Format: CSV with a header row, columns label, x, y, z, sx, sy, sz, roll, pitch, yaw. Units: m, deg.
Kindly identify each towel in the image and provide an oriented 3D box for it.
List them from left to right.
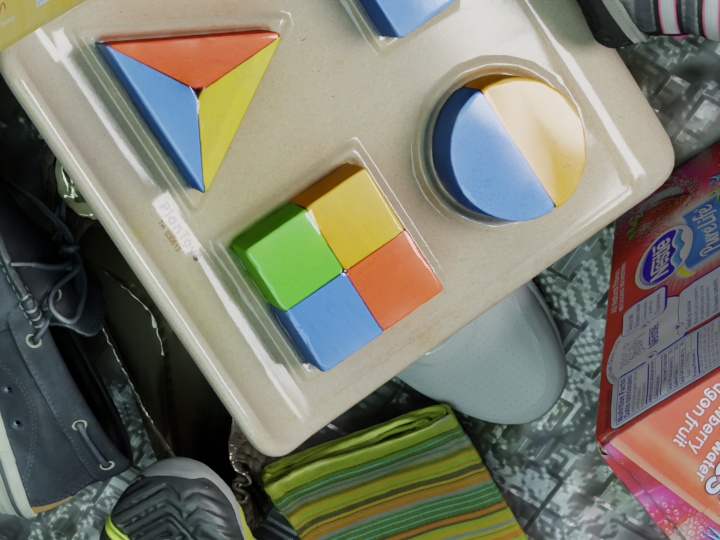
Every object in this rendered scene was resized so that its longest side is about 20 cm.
label,x,y,z,sx,sy,sz,roll,pitch,yaw
towel,0.040,0.142,1.122,0.086,0.018,0.200,-21,122,17

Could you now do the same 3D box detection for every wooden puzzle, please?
label,x,y,z,sx,sy,sz,roll,pitch,yaw
wooden puzzle,-0.001,-0.059,0.961,0.200,0.046,0.185,-36,103,-12

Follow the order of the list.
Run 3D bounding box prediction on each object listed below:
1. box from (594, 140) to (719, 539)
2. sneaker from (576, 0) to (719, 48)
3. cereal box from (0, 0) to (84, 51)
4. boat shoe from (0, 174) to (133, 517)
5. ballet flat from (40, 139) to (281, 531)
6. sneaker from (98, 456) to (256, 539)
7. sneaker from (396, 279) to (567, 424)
label,x,y,z,sx,sy,sz,roll,pitch,yaw
box,0.153,0.025,0.964,0.100,0.200,0.096,-33,107,20
sneaker,0.128,-0.111,0.970,0.200,0.074,0.087,24,154,-27
cereal box,-0.210,-0.109,0.923,0.200,0.144,0.040,20,130,30
boat shoe,-0.130,0.005,1.022,0.062,0.075,0.200,-12,121,0
ballet flat,-0.077,0.023,1.074,0.067,0.046,0.200,-12,115,11
sneaker,-0.058,0.147,1.105,0.075,0.076,0.200,4,131,18
sneaker,0.000,0.000,1.037,0.200,0.080,0.070,41,112,-16
